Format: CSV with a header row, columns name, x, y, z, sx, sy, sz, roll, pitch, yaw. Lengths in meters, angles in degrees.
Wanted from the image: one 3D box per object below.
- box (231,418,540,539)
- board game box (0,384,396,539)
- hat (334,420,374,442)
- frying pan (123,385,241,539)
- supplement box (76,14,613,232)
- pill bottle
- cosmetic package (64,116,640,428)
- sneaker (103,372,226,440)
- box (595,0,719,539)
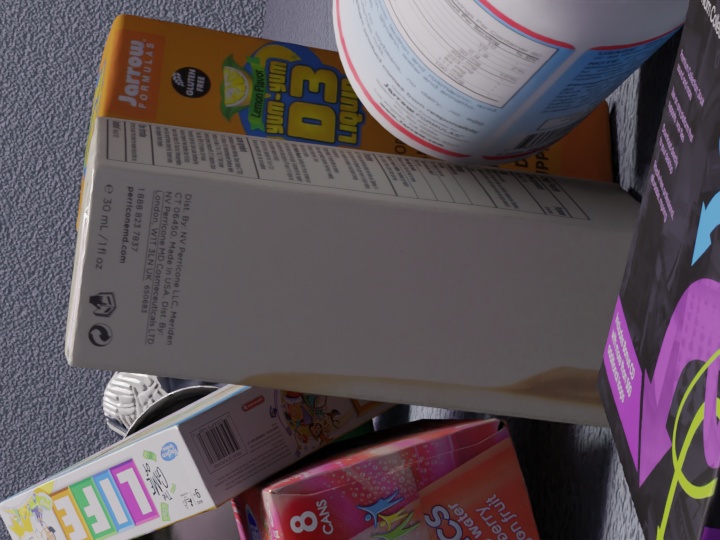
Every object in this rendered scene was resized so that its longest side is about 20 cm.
name,x,y,z,sx,sy,sz,roll,pitch,yaw
box,0.010,0.117,0.955,0.200,0.094,0.103,162,93,-82
board game box,-0.033,0.056,0.985,0.134,0.199,0.034,-25,91,49
hat,-0.003,0.179,1.408,0.200,0.176,0.166,-43,-2,16
frying pan,-0.058,0.146,1.093,0.031,0.114,0.191,0,-105,-58
supplement box,-0.006,-0.039,0.935,0.069,0.198,0.067,106,169,-50
pill bottle,0.063,-0.114,0.808,0.200,0.108,0.110,135,142,-68
cosmetic package,0.000,0.000,0.849,0.105,0.198,0.072,-109,27,-77
sneaker,-0.048,0.021,1.170,0.130,0.079,0.200,-44,-15,-34
box,0.109,-0.022,0.663,0.143,0.036,0.201,-98,19,-66
